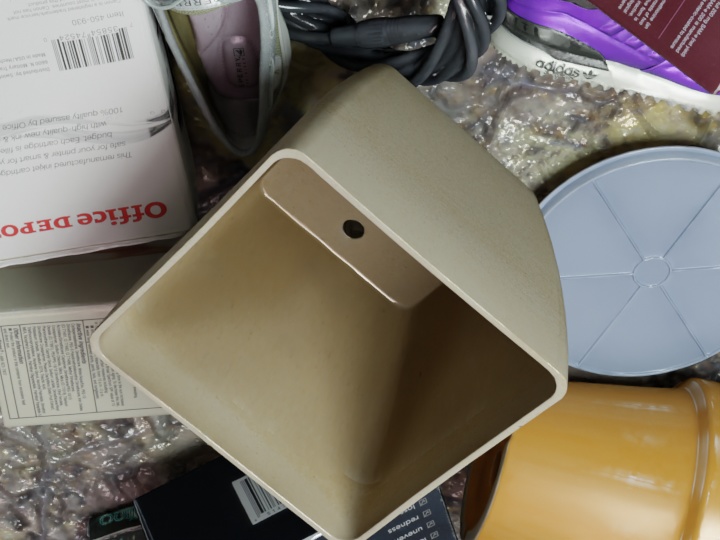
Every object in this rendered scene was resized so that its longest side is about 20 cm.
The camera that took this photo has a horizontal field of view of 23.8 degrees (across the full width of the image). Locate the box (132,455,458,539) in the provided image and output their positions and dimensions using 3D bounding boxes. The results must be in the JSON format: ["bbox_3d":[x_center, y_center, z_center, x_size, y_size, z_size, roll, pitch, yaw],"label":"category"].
[{"bbox_3d":[-0.031,0.222,1.243,0.199,0.124,0.197,-26,128,-9],"label":"box"}]

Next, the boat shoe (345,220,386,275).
[{"bbox_3d":[0.031,0.031,1.165,0.071,0.065,0.201,-16,129,5],"label":"boat shoe"}]

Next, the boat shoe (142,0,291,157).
[{"bbox_3d":[-0.080,-0.144,0.955,0.074,0.065,0.202,-1,149,6],"label":"boat shoe"}]

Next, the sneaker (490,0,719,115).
[{"bbox_3d":[0.184,-0.159,1.031,0.199,0.070,0.100,7,125,-14],"label":"sneaker"}]

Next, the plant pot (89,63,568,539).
[{"bbox_3d":[0.000,0.000,0.991,0.200,0.177,0.200,40,128,-13],"label":"plant pot"}]

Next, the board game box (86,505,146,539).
[{"bbox_3d":[-0.115,0.248,1.341,0.134,0.028,0.201,-16,129,5],"label":"board game box"}]

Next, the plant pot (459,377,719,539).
[{"bbox_3d":[0.175,0.161,1.217,0.182,0.201,0.201,16,126,-5],"label":"plant pot"}]

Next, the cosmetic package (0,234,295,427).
[{"bbox_3d":[-0.141,0.033,1.128,0.199,0.087,0.104,-3,128,-4],"label":"cosmetic package"}]

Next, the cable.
[{"bbox_3d":[-0.010,-0.182,0.979,0.199,0.051,0.163,26,149,-7],"label":"cable"}]

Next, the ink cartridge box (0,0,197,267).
[{"bbox_3d":[-0.185,-0.113,1.008,0.146,0.083,0.201,-9,129,0],"label":"ink cartridge box"}]

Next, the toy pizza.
[{"bbox_3d":[0.198,-0.008,1.179,0.199,0.032,0.201,-3,129,-4],"label":"toy pizza"}]

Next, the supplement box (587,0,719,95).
[{"bbox_3d":[0.151,-0.202,0.931,0.200,0.061,0.109,40,122,11],"label":"supplement box"}]
